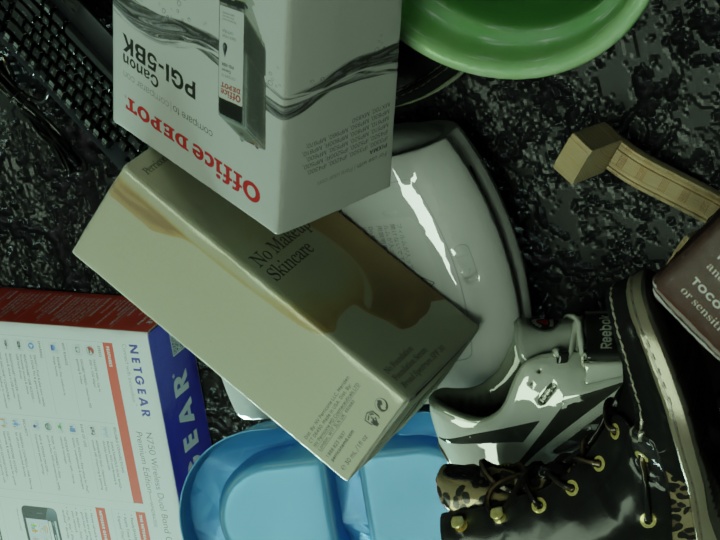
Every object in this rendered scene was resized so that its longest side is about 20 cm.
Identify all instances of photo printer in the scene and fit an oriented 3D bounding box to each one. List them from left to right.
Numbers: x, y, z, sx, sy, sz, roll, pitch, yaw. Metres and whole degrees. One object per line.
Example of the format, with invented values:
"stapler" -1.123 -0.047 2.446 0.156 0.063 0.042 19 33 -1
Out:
"photo printer" 0.000 0.000 1.661 0.200 0.069 0.167 -8 110 32

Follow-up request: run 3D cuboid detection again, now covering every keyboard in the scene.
"keyboard" -0.183 -0.117 1.706 0.200 0.021 0.127 47 143 20

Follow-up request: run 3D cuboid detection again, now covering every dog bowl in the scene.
"dog bowl" -0.003 0.133 1.681 0.199 0.050 0.112 -7 104 10

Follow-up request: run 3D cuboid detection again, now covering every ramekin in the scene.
"ramekin" 0.083 -0.208 1.491 0.200 0.098 0.201 13 120 24

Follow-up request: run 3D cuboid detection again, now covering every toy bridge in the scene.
"toy bridge" 0.190 -0.012 1.546 0.200 0.067 0.027 45 129 22

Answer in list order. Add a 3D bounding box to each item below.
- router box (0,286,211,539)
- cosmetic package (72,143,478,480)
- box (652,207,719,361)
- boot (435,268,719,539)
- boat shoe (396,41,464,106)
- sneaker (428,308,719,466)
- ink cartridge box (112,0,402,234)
"router box" -0.181 0.113 1.834 0.179 0.049 0.201 4 116 28
"cosmetic package" -0.046 0.010 1.585 0.200 0.105 0.071 39 124 5
"box" 0.286 -0.022 1.427 0.164 0.166 0.200 46 127 3
"boot" 0.112 0.102 1.492 0.150 0.073 0.200 -10 118 17
"boat shoe" -0.022 -0.113 1.618 0.199 0.066 0.075 -6 112 32
"sneaker" 0.128 0.053 1.569 0.200 0.074 0.089 -31 112 12
"ink cartridge box" -0.055 -0.141 1.500 0.147 0.083 0.200 34 135 36
